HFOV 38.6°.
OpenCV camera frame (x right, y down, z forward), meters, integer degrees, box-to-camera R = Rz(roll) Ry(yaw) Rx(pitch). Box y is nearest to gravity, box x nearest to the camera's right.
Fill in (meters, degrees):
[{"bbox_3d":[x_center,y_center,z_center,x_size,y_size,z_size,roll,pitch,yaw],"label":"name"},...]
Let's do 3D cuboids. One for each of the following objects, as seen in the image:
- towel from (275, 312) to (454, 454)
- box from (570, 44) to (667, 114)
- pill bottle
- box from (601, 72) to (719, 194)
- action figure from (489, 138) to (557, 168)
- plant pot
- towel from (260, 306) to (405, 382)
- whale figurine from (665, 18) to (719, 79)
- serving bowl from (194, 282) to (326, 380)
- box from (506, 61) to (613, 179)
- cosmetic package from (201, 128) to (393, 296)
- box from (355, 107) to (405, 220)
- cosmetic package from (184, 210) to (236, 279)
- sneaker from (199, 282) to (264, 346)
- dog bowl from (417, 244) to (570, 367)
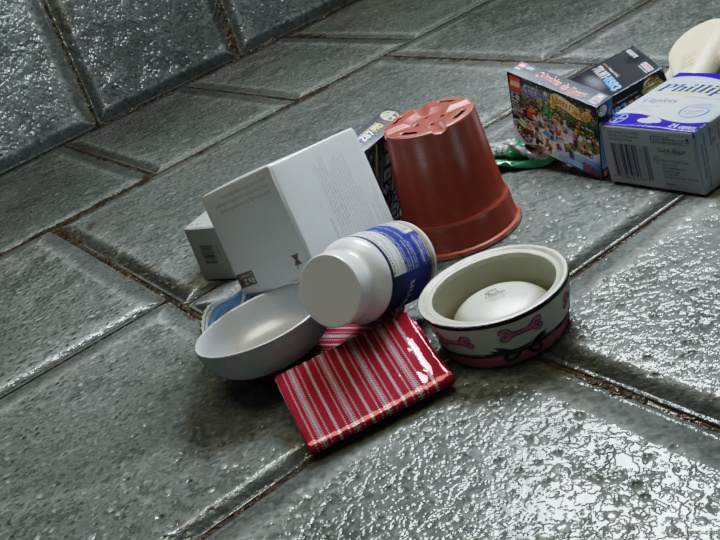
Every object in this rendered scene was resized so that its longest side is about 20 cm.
[{"bbox_3d":[0.005,0.137,1.278,0.198,0.023,0.145,-26,39,-8],"label":"towel"},{"bbox_3d":[0.441,-0.324,1.872,0.197,0.050,0.201,-29,22,12],"label":"box"},{"bbox_3d":[0.010,0.006,1.366,0.114,0.118,0.199,-4,10,32],"label":"pill bottle"},{"bbox_3d":[0.503,-0.213,1.563,0.199,0.106,0.183,-32,27,-26],"label":"box"},{"bbox_3d":[0.286,-0.213,1.804,0.198,0.055,0.118,6,32,38],"label":"action figure"},{"bbox_3d":[0.133,-0.151,1.612,0.198,0.197,0.201,-16,24,8],"label":"plant pot"},{"bbox_3d":[-0.038,0.097,1.444,0.143,0.023,0.200,-3,28,38],"label":"towel"},{"bbox_3d":[0.599,-0.338,1.783,0.158,0.103,0.202,-21,39,49],"label":"whale figurine"},{"bbox_3d":[-0.125,0.093,1.412,0.198,0.067,0.201,-21,19,7],"label":"serving bowl"},{"bbox_3d":[0.325,-0.245,1.671,0.037,0.138,0.199,-34,42,-21],"label":"box"},{"bbox_3d":[-0.090,-0.086,1.524,0.164,0.167,0.199,-18,9,43],"label":"cosmetic package"},{"bbox_3d":[0.017,-0.140,1.679,0.049,0.202,0.161,21,44,24],"label":"box"},{"bbox_3d":[-0.215,-0.080,1.850,0.084,0.109,0.200,-2,31,35],"label":"cosmetic package"},{"bbox_3d":[-0.168,0.066,1.543,0.088,0.079,0.200,-9,26,30],"label":"sneaker"},{"bbox_3d":[0.177,0.048,1.313,0.197,0.075,0.201,-18,24,8],"label":"dog bowl"}]
